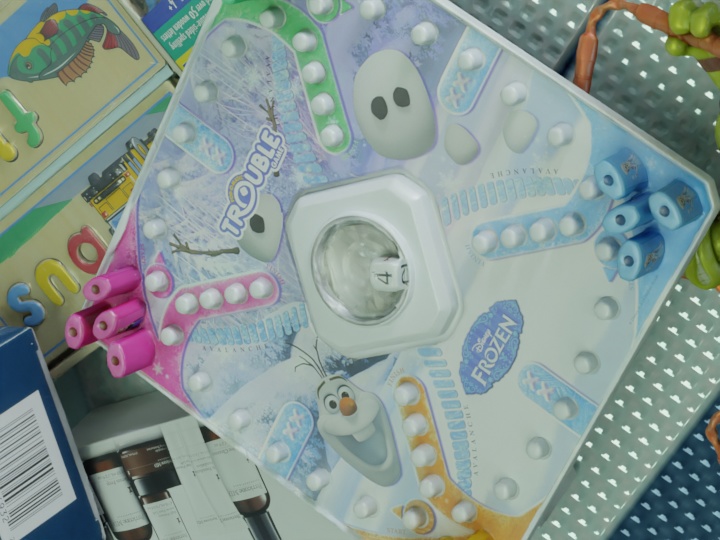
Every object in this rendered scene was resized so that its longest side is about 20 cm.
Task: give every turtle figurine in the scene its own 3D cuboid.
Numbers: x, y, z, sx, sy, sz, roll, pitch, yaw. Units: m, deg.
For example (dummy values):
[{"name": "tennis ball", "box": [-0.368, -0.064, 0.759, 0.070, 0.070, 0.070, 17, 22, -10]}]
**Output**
[{"name": "turtle figurine", "box": [0.166, -0.013, 0.778, 0.161, 0.064, 0.200, -14, 99, 34]}]

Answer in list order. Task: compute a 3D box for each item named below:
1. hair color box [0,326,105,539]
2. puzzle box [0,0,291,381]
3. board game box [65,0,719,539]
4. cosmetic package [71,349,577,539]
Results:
[{"name": "hair color box", "box": [-0.205, 0.077, 0.956, 0.200, 0.061, 0.100, 0, 114, 41]}, {"name": "puzzle box", "box": [-0.101, -0.053, 0.901, 0.200, 0.025, 0.133, -37, 96, 32]}, {"name": "board game box", "box": [0.000, 0.000, 0.826, 0.200, 0.026, 0.200, 36, 120, 17]}, {"name": "cosmetic package", "box": [-0.023, 0.078, 0.913, 0.200, 0.051, 0.083, -18, 106, 29]}]
